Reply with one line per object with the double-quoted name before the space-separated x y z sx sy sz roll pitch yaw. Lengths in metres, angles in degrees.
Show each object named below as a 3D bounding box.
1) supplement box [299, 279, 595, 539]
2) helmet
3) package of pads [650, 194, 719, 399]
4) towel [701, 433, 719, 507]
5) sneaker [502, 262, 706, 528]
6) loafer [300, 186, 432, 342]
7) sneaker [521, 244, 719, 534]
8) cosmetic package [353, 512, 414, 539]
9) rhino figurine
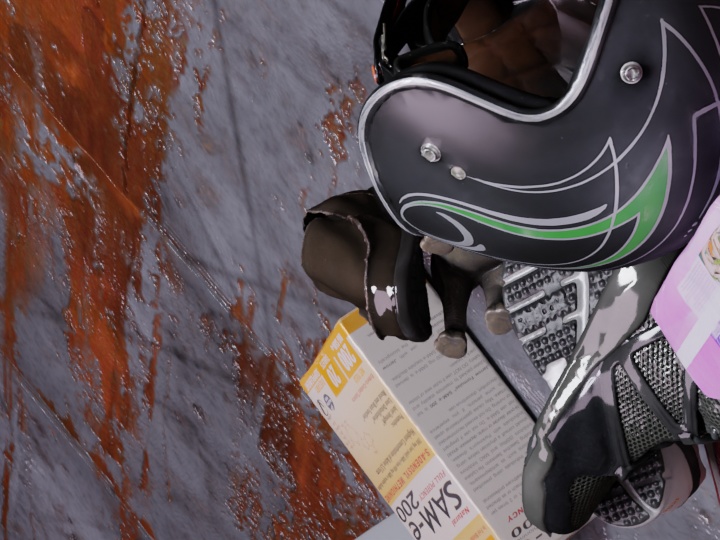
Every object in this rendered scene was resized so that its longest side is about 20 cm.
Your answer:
"supplement box" 0.055 0.115 1.867 0.200 0.074 0.126 53 157 10
"helmet" 0.108 -0.095 1.364 0.191 0.200 0.200 -3 125 19
"package of pads" 0.220 -0.022 1.319 0.076 0.120 0.200 54 157 15
"towel" 0.239 0.172 1.569 0.200 0.023 0.144 -117 8 -57
"sneaker" 0.140 0.048 1.610 0.074 0.080 0.200 -20 79 32
"loafer" 0.000 0.000 1.741 0.200 0.071 0.073 -114 17 -75
"sneaker" 0.160 0.079 1.499 0.114 0.076 0.199 35 120 17
"cosmetic package" 0.068 0.307 2.019 0.199 0.123 0.200 24 139 51
"rhino figurine" 0.063 -0.046 1.650 0.200 0.060 0.087 85 -171 -45
